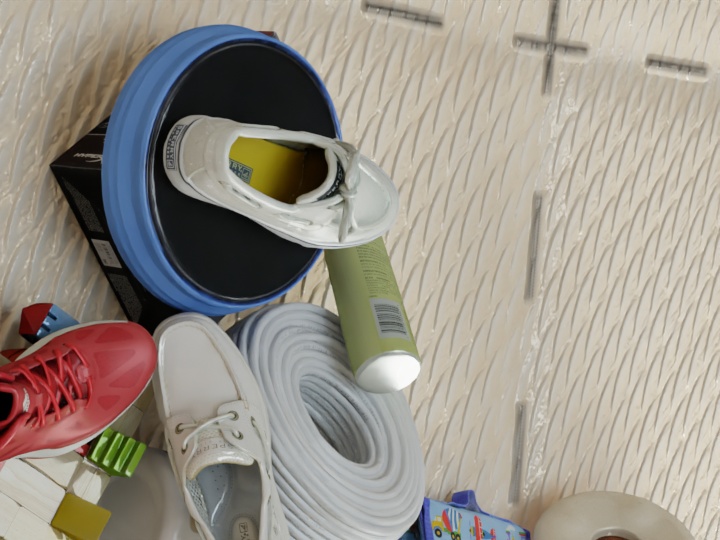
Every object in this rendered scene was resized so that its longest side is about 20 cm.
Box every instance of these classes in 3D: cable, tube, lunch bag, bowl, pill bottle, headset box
[{"bbox_3d":[-0.031,0.119,1.695,0.201,0.069,0.200,60,27,11],"label":"cable"},{"bbox_3d":[0.000,0.000,1.758,0.052,0.201,0.058,-8,142,-9],"label":"tube"},{"bbox_3d":[0.080,0.281,1.919,0.150,0.094,0.202,19,68,-47],"label":"lunch bag"},{"bbox_3d":[-0.089,-0.068,1.616,0.200,0.039,0.202,-6,99,-43],"label":"bowl"},{"bbox_3d":[-0.102,0.203,1.688,0.199,0.115,0.117,24,78,-44],"label":"pill bottle"},{"bbox_3d":[-0.105,-0.068,1.681,0.200,0.077,0.150,-42,122,-32],"label":"headset box"}]

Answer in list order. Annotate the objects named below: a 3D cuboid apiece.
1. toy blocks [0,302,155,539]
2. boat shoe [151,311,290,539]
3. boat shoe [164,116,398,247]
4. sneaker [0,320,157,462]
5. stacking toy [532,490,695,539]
[{"bbox_3d":[-0.229,0.103,1.576,0.137,0.100,0.201,39,67,-29],"label":"toy blocks"},{"bbox_3d":[-0.092,0.122,1.568,0.069,0.070,0.201,40,30,-83],"label":"boat shoe"},{"bbox_3d":[-0.031,-0.061,1.576,0.201,0.086,0.075,20,80,-43],"label":"boat shoe"},{"bbox_3d":[-0.201,0.085,1.485,0.199,0.115,0.079,-29,94,-26],"label":"sneaker"},{"bbox_3d":[0.206,0.303,2.013,0.146,0.146,0.201,-27,137,-40],"label":"stacking toy"}]
